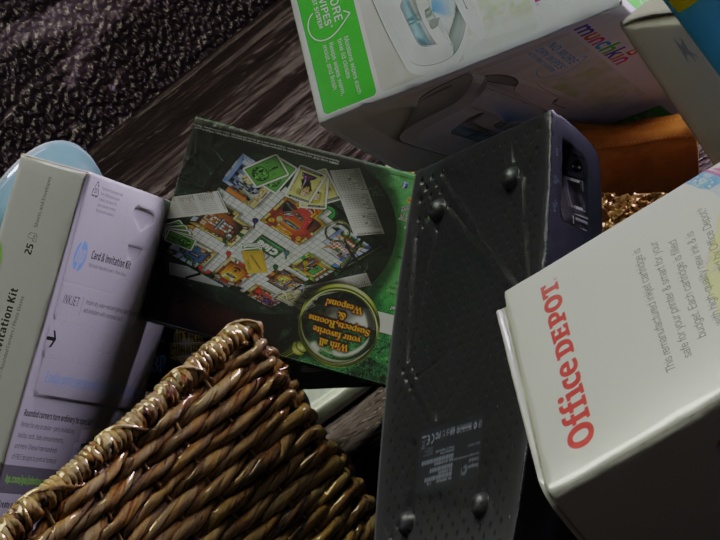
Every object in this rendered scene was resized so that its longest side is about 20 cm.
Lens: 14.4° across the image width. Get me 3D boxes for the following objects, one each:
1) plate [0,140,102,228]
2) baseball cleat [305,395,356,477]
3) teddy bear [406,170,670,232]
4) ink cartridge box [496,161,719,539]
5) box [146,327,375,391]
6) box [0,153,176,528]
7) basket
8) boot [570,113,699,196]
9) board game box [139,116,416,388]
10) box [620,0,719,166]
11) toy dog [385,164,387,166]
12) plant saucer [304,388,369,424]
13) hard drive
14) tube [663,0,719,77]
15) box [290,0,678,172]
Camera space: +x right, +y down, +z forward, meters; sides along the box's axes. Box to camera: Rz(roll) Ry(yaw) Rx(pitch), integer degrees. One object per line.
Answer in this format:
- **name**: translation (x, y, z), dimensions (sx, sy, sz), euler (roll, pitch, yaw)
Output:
- **plate**: translation (-0.161, 0.036, 1.413), dimensions (0.025, 0.201, 0.200), euler (16, 33, 17)
- **baseball cleat**: translation (-0.042, 0.108, 1.549), dimensions (0.106, 0.070, 0.200), euler (0, 16, 19)
- **teddy bear**: translation (0.085, -0.008, 1.449), dimensions (0.199, 0.067, 0.145), euler (7, -9, -10)
- **ink cartridge box**: translation (0.164, 0.025, 1.122), dimensions (0.199, 0.085, 0.145), euler (-30, 30, 14)
- **box**: translation (-0.027, 0.039, 1.519), dimensions (0.199, 0.046, 0.159), euler (-1, -1, -29)
- **box**: translation (-0.145, 0.054, 1.369), dimensions (0.156, 0.041, 0.201), euler (19, -92, -73)
- **basket**: translation (-0.106, 0.138, 1.354), dimensions (0.200, 0.149, 0.142), euler (-42, 14, -32)
- **boot**: translation (0.120, -0.022, 1.591), dimensions (0.143, 0.071, 0.201), euler (-9, -24, -6)
- **board game box**: translation (0.000, 0.000, 1.377), dimensions (0.023, 0.199, 0.105), euler (34, -107, -75)
- **box**: translation (0.249, -0.129, 1.385), dimensions (0.200, 0.128, 0.109), euler (-36, 9, -8)
- **toy dog**: translation (0.103, -0.085, 1.722), dimensions (0.194, 0.140, 0.200), euler (-41, 15, -31)
- **plant saucer**: translation (-0.038, 0.051, 1.779), dimensions (0.200, 0.050, 0.200), euler (-33, 12, 8)
- **hard drive**: translation (0.058, 0.040, 1.280), dimensions (0.135, 0.042, 0.201), euler (-23, 57, 58)
- **tube**: translation (0.184, -0.106, 1.288), dimensions (0.077, 0.200, 0.050), euler (-41, 12, -24)
- **box**: translation (0.084, -0.126, 1.530), dimensions (0.176, 0.097, 0.200), euler (-20, -19, 19)
